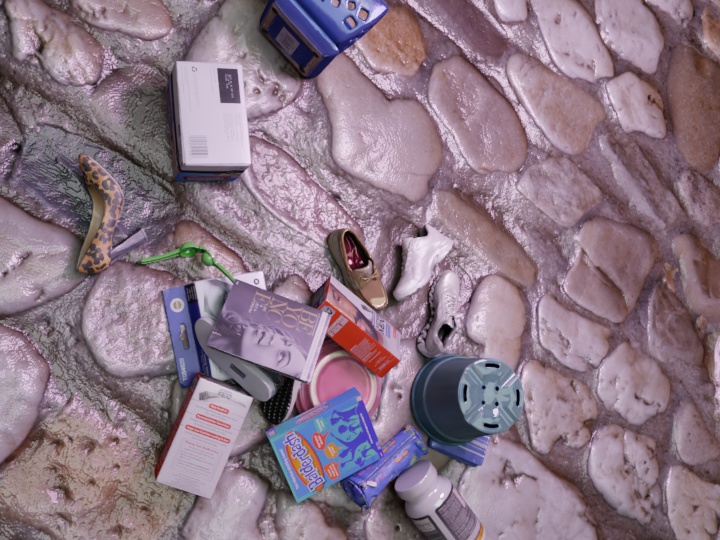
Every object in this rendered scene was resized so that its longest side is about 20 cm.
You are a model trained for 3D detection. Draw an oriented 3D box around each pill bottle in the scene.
[{"bbox_3d":[0.165,0.504,1.505,0.116,0.116,0.201,-39,100,-24],"label":"pill bottle"}]

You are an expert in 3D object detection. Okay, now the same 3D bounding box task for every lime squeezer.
[{"bbox_3d":[-0.313,-0.019,1.383,0.198,0.038,0.071,17,42,-5],"label":"lime squeezer"}]

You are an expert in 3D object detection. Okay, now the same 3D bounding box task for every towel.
[{"bbox_3d":[0.237,0.325,1.618,0.144,0.024,0.202,25,72,-17],"label":"towel"}]

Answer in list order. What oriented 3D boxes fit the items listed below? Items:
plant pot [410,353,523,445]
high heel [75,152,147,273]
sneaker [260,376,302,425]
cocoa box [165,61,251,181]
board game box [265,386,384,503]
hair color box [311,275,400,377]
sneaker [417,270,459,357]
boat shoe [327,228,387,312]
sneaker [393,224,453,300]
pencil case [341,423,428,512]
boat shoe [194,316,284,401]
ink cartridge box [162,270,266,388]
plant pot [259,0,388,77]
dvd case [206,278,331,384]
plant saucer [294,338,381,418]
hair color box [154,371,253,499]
[{"bbox_3d":[0.231,0.267,1.507,0.198,0.196,0.202,3,78,-16],"label":"plant pot"},{"bbox_3d":[-0.496,-0.101,1.306,0.142,0.071,0.201,-38,108,-30],"label":"high heel"},{"bbox_3d":[-0.129,0.211,1.414,0.093,0.070,0.202,-11,122,-55],"label":"sneaker"},{"bbox_3d":[-0.297,-0.284,1.391,0.132,0.131,0.202,-4,85,-24],"label":"cocoa box"},{"bbox_3d":[-0.068,0.344,1.420,0.199,0.045,0.153,-25,108,-12],"label":"board game box"},{"bbox_3d":[-0.009,0.114,1.468,0.200,0.111,0.064,39,112,-15],"label":"hair color box"},{"bbox_3d":[0.189,0.095,1.592,0.075,0.081,0.202,20,74,-19],"label":"sneaker"},{"bbox_3d":[0.000,0.000,1.524,0.074,0.066,0.201,-37,98,-24],"label":"boat shoe"},{"bbox_3d":[0.116,-0.021,1.585,0.099,0.078,0.200,42,60,-7],"label":"sneaker"},{"bbox_3d":[0.052,0.404,1.485,0.199,0.087,0.078,-36,78,-25],"label":"pencil case"},{"bbox_3d":[-0.225,0.156,1.355,0.200,0.072,0.068,42,38,5],"label":"boat shoe"},{"bbox_3d":[-0.268,0.113,1.401,0.198,0.041,0.202,-11,88,-25],"label":"ink cartridge box"},{"bbox_3d":[-0.091,-0.530,1.490,0.200,0.200,0.180,44,75,-13],"label":"plant pot"},{"bbox_3d":[-0.166,0.111,1.333,0.198,0.016,0.150,21,56,-4],"label":"dvd case"},{"bbox_3d":[-0.042,0.241,1.482,0.199,0.051,0.203,3,82,-23],"label":"plant saucer"},{"bbox_3d":[-0.291,0.305,1.334,0.110,0.064,0.202,25,86,-19],"label":"hair color box"}]
